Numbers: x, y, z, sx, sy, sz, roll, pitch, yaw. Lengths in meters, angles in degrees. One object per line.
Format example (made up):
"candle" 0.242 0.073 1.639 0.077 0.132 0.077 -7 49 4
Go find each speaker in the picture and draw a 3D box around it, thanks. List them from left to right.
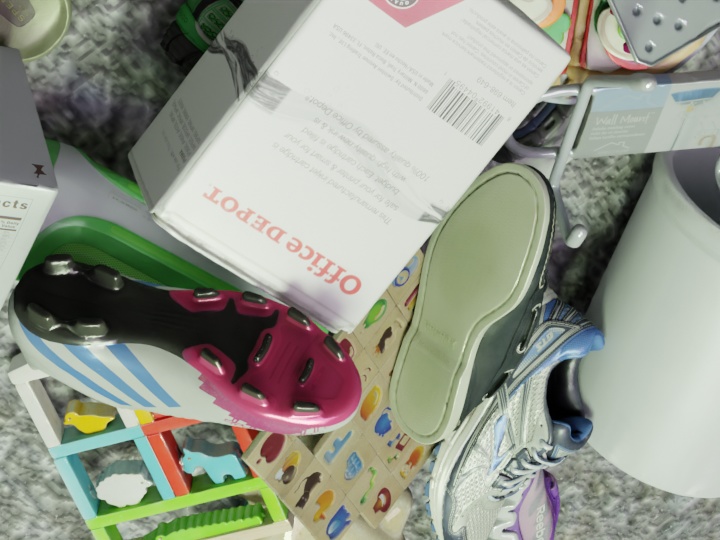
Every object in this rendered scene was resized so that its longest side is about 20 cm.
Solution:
"speaker" -0.117 0.002 1.143 0.199 0.089 0.089 29 113 -16

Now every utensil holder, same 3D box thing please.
"utensil holder" 0.240 0.027 1.340 0.168 0.171 0.201 1 130 -28

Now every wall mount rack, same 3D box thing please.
"wall mount rack" 0.189 -0.085 1.151 0.198 0.075 0.174 -6 147 -14

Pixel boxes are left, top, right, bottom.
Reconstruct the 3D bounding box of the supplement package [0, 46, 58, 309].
"supplement package" -0.253 -0.018 1.059 0.113 0.110 0.201 7 133 -32

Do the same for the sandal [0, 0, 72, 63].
"sandal" -0.211 -0.168 1.008 0.080 0.058 0.201 -39 136 10

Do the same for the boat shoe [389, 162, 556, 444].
"boat shoe" 0.080 0.017 1.213 0.066 0.074 0.201 -16 132 -45

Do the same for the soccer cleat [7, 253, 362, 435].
"soccer cleat" -0.095 0.048 1.083 0.198 0.070 0.087 18 149 4

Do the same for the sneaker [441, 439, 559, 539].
"sneaker" 0.108 0.159 1.450 0.088 0.080 0.202 -26 127 -42

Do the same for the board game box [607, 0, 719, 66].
"board game box" 0.194 -0.248 1.101 0.199 0.026 0.201 -30 107 -10

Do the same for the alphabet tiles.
"alphabet tiles" 0.009 0.089 1.257 0.168 0.008 0.200 -53 151 -12

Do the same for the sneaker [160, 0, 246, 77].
"sneaker" -0.010 -0.127 1.136 0.199 0.078 0.086 13 120 -35

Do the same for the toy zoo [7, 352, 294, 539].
"toy zoo" -0.135 0.098 1.250 0.130 0.021 0.201 -14 121 12

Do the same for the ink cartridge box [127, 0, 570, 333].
"ink cartridge box" -0.009 -0.086 1.073 0.145 0.085 0.201 32 102 -30

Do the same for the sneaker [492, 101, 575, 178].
"sneaker" 0.158 -0.135 1.237 0.199 0.075 0.087 -38 153 10

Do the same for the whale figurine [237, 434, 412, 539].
"whale figurine" -0.042 0.176 1.369 0.158 0.104 0.201 -26 126 -6

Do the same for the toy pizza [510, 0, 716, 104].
"toy pizza" 0.132 -0.190 1.138 0.198 0.032 0.202 -3 112 -7

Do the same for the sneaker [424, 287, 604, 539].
"sneaker" 0.106 0.111 1.334 0.077 0.085 0.202 -17 128 -58
